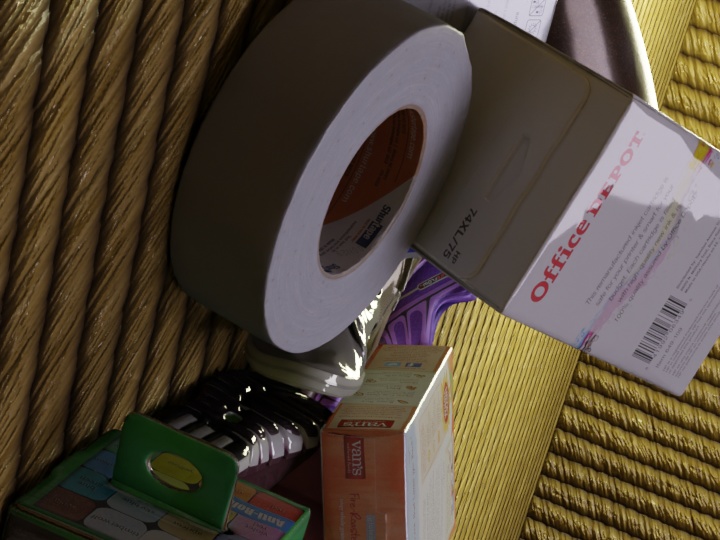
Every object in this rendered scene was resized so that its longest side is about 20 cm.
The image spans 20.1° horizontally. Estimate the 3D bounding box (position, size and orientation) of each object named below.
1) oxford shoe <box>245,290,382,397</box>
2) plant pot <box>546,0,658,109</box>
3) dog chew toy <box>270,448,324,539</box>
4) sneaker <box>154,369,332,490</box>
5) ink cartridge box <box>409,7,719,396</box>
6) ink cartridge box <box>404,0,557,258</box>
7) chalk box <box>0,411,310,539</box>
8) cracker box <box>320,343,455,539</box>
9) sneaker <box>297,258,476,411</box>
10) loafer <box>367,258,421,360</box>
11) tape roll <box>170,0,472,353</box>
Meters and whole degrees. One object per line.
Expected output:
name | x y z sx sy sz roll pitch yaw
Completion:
oxford shoe | -0.024 0.032 1.235 0.200 0.075 0.058 -57 168 -77
plant pot | 0.110 -0.170 1.385 0.187 0.186 0.201 -57 149 -44
dog chew toy | -0.068 0.191 1.306 0.125 0.124 0.201 85 20 -65
sneaker | -0.091 0.131 1.229 0.116 0.075 0.200 -65 161 15
ink cartridge box | 0.137 -0.040 1.254 0.200 0.146 0.147 25 100 -46
ink cartridge box | 0.020 -0.100 1.254 0.199 0.047 0.199 -4 120 -37
chalk box | -0.111 0.166 1.034 0.124 0.124 0.201 -37 148 -68
cracker box | 0.021 0.138 1.321 0.200 0.057 0.135 -51 141 -74
sneaker | 0.013 0.072 1.476 0.200 0.083 0.081 -54 176 -2
loafer | 0.000 0.000 1.369 0.068 0.075 0.201 -59 166 -63
tape roll | -0.018 -0.057 1.117 0.200 0.066 0.201 -48 156 -29
